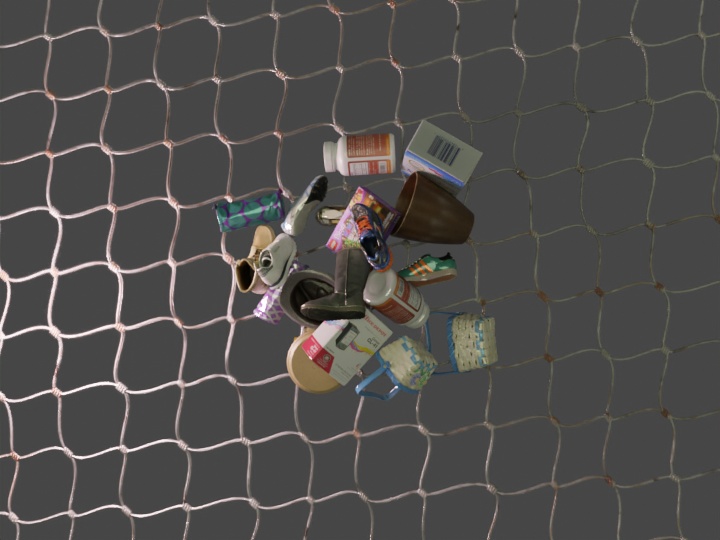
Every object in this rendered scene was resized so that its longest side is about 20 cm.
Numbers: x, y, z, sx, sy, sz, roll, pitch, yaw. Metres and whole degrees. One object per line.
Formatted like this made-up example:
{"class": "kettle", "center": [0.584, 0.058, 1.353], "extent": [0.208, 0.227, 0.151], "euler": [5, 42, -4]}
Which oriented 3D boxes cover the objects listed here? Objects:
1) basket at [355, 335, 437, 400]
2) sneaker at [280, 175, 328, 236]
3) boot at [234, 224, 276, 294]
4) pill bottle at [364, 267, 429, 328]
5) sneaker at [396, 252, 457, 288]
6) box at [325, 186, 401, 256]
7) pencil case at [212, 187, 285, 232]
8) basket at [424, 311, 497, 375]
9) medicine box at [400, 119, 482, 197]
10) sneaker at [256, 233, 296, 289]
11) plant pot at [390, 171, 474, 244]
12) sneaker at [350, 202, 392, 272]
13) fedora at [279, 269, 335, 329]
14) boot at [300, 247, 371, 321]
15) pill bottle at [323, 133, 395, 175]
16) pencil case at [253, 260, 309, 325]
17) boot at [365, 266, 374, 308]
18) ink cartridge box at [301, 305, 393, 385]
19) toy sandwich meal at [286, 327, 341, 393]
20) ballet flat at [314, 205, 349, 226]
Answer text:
{"class": "basket", "center": [0.097, 0.280, 1.669], "extent": [0.200, 0.176, 0.140], "euler": [-41, 59, 16]}
{"class": "sneaker", "center": [-0.163, -0.193, 1.768], "extent": [0.072, 0.072, 0.201], "euler": [26, 80, 35]}
{"class": "boot", "center": [-0.294, -0.035, 1.718], "extent": [0.072, 0.155, 0.202], "euler": [8, 89, 10]}
{"class": "pill bottle", "center": [0.101, 0.080, 1.671], "extent": [0.112, 0.200, 0.113], "euler": [-22, 50, 29]}
{"class": "sneaker", "center": [0.173, -0.001, 1.747], "extent": [0.198, 0.071, 0.080], "euler": [-10, 68, 8]}
{"class": "box", "center": [0.006, -0.109, 1.685], "extent": [0.137, 0.039, 0.201], "euler": [38, 111, 20]}
{"class": "pencil case", "center": [-0.316, -0.172, 1.762], "extent": [0.198, 0.085, 0.093], "euler": [-11, 64, 1]}
{"class": "basket", "center": [0.273, 0.202, 1.698], "extent": [0.199, 0.139, 0.178], "euler": [-4, 91, 29]}
{"class": "medicine box", "center": [0.217, -0.296, 1.684], "extent": [0.181, 0.200, 0.103], "euler": [30, 84, 4]}
{"class": "sneaker", "center": [-0.233, -0.043, 1.693], "extent": [0.076, 0.201, 0.080], "euler": [-28, 124, 27]}
{"class": "plant pot", "center": [0.207, -0.151, 1.705], "extent": [0.199, 0.187, 0.188], "euler": [19, 89, -10]}
{"class": "sneaker", "center": [0.025, -0.095, 1.596], "extent": [0.075, 0.078, 0.201], "euler": [-31, 67, 14]}
{"class": "fedora", "center": [-0.118, 0.069, 1.704], "extent": [0.199, 0.090, 0.178], "euler": [22, 112, -4]}
{"class": "boot", "center": [-0.060, 0.030, 1.597], "extent": [0.180, 0.073, 0.201], "euler": [2, 60, -2]}
{"class": "pill bottle", "center": [-0.001, -0.327, 1.740], "extent": [0.198, 0.112, 0.113], "euler": [-2, 88, 2]}
{"class": "pencil case", "center": [-0.229, 0.055, 1.753], "extent": [0.085, 0.084, 0.201], "euler": [28, 86, 42]}
{"class": "boot", "center": [0.000, 0.000, 1.749], "extent": [0.106, 0.075, 0.201], "euler": [15, 90, 8]}
{"class": "ink cartridge box", "center": [-0.035, 0.186, 1.648], "extent": [0.200, 0.086, 0.148], "euler": [-47, 122, 0]}
{"class": "toy sandwich meal", "center": [-0.117, 0.248, 1.749], "extent": [0.203, 0.070, 0.207], "euler": [0, 97, -4]}
{"class": "ballet flat", "center": [-0.033, -0.155, 1.757], "extent": [0.199, 0.072, 0.073], "euler": [0, 88, 2]}
